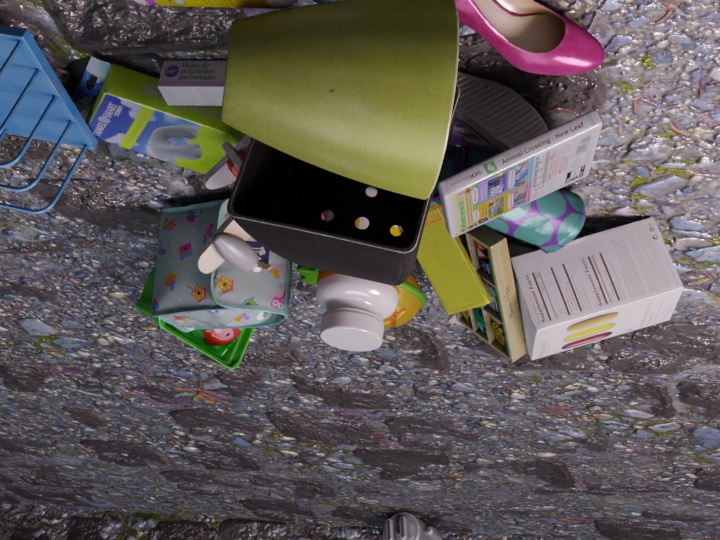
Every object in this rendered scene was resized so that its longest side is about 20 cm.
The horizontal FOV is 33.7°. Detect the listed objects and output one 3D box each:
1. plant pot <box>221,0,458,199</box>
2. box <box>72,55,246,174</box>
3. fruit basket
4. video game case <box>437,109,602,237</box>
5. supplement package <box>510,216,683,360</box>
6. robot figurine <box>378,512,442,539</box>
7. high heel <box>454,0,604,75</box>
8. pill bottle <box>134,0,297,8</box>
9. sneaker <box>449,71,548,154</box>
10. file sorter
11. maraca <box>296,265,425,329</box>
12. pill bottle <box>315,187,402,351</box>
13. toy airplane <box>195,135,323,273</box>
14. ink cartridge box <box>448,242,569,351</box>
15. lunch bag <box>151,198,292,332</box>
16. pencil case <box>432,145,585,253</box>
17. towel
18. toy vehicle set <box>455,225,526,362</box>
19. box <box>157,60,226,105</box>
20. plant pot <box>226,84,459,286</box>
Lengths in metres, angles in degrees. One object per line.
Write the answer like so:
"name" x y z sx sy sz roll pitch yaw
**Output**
"plant pot" -0.026 -0.170 1.102 0.199 0.188 0.187 6 156 -7
"box" -0.246 -0.184 1.442 0.199 0.048 0.122 17 155 -20
"fruit basket" -0.216 0.055 1.853 0.215 0.156 0.216 22 166 6
"video game case" 0.175 -0.102 1.316 0.181 0.022 0.200 -25 168 1
"supplement package" 0.305 0.026 1.570 0.199 0.110 0.114 -16 155 -3
"robot figurine" 0.133 0.721 3.197 0.169 0.114 0.200 -12 150 23
"high heel" 0.155 -0.251 1.154 0.199 0.068 0.096 24 164 -3
"pill bottle" -0.114 -0.295 1.094 0.199 0.105 0.104 4 155 10
"sneaker" 0.111 -0.167 1.346 0.200 0.073 0.114 25 150 -11
"file sorter" -0.425 -0.175 1.374 0.138 0.123 0.200 13 152 21
"maraca" 0.003 0.024 1.742 0.199 0.108 0.137 22 154 -27
"pill bottle" 0.000 0.000 1.579 0.110 0.201 0.111 7 155 3
"toy airplane" -0.097 -0.086 1.441 0.199 0.141 0.200 -23 154 -37
"ink cartridge box" 0.243 0.037 1.723 0.199 0.085 0.145 14 154 -10
"lunch bag" -0.181 -0.008 1.652 0.199 0.171 0.122 -6 160 27
"pencil case" 0.178 -0.090 1.469 0.199 0.085 0.092 22 -164 -26
"towel" 0.097 -0.038 1.542 0.086 0.018 0.201 -18 104 51
"toy vehicle set" 0.158 0.015 1.574 0.124 0.026 0.201 37 151 47
"box" -0.129 -0.213 1.353 0.199 0.039 0.041 2 153 13
"plant pot" -0.009 -0.089 1.288 0.199 0.200 0.178 12 158 11
